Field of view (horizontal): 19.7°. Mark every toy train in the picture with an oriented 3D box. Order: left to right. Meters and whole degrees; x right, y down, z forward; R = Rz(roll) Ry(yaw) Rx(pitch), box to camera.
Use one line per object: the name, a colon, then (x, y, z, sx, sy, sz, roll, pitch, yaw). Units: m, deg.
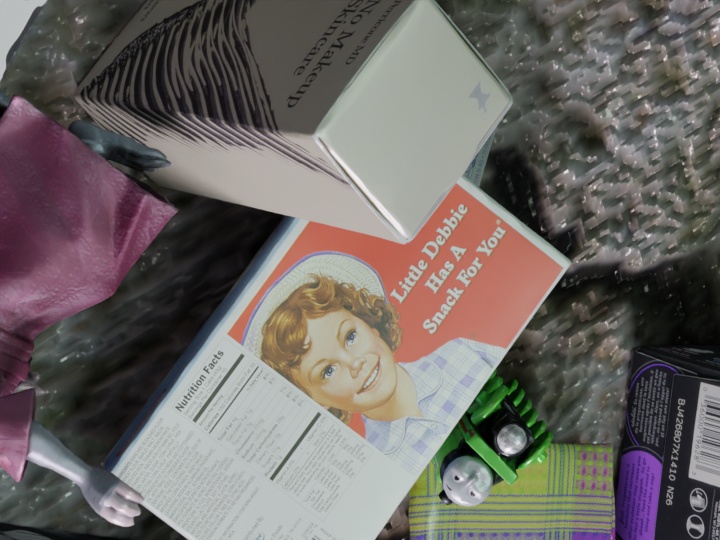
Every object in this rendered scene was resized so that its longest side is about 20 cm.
toy train: (0.054, 0.074, 0.997, 0.042, 0.200, 0.056, 45, 93, -4)

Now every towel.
towel: (0.079, 0.193, 1.112, 0.143, 0.023, 0.202, 4, 86, -33)

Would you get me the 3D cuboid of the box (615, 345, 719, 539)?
box: (0.256, 0.111, 1.208, 0.199, 0.106, 0.123, 0, 100, -39)

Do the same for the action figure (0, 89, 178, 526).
action figure: (-0.159, 0.025, 0.847, 0.148, 0.133, 0.201, 32, 77, -37)

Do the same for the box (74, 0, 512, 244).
box: (-0.034, -0.073, 0.881, 0.068, 0.199, 0.082, 47, 70, -31)

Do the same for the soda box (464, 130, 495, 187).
soda box: (0.000, 0.000, 1.008, 0.063, 0.068, 0.202, 18, 89, -38)

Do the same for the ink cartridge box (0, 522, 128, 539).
ink cartridge box: (-0.112, 0.147, 0.931, 0.199, 0.099, 0.040, 16, 91, -40)

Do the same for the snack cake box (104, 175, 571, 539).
snack cake box: (-0.012, 0.042, 0.929, 0.115, 0.067, 0.201, 37, 85, -6)

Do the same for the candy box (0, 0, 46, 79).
candy box: (-0.171, -0.143, 0.781, 0.071, 0.167, 0.201, 36, 77, -37)
